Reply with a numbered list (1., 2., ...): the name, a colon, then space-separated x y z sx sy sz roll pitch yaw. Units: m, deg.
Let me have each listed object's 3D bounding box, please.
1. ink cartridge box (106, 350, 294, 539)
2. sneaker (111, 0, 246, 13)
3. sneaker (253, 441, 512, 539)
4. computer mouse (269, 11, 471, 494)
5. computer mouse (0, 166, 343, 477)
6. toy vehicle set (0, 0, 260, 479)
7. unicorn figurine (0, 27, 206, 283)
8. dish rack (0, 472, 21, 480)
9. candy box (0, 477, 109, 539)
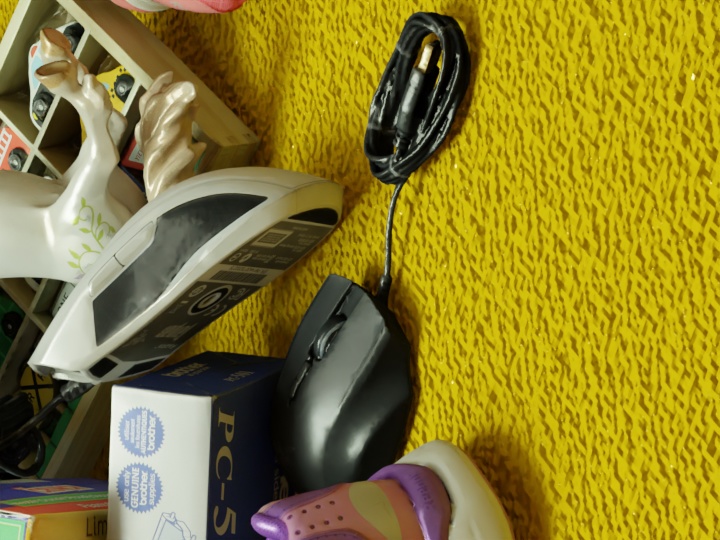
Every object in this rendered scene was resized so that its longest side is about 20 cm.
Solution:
1. ink cartridge box: -0.062 0.137 0.896 0.044 0.094 0.201 5 98 18
2. sneaker: -0.056 -0.196 0.918 0.087 0.074 0.201 21 114 44
3. sneaker: -0.019 0.147 0.818 0.081 0.088 0.200 53 136 44
4. computer mouse: 0.000 0.000 0.845 0.059 0.034 0.200 43 127 52
5. computer mouse: -0.093 0.014 0.898 0.200 0.110 0.044 -37 74 15
6. toy vehicle set: -0.130 -0.015 1.008 0.124 0.026 0.200 44 122 24
7. unicorn figurine: -0.154 -0.028 0.950 0.200 0.074 0.138 8 127 28
8. dish rack: -0.171 -0.002 1.126 0.153 0.054 0.201 24 114 59
9. candy box: -0.125 0.185 0.915 0.077 0.169 0.201 5 89 24
